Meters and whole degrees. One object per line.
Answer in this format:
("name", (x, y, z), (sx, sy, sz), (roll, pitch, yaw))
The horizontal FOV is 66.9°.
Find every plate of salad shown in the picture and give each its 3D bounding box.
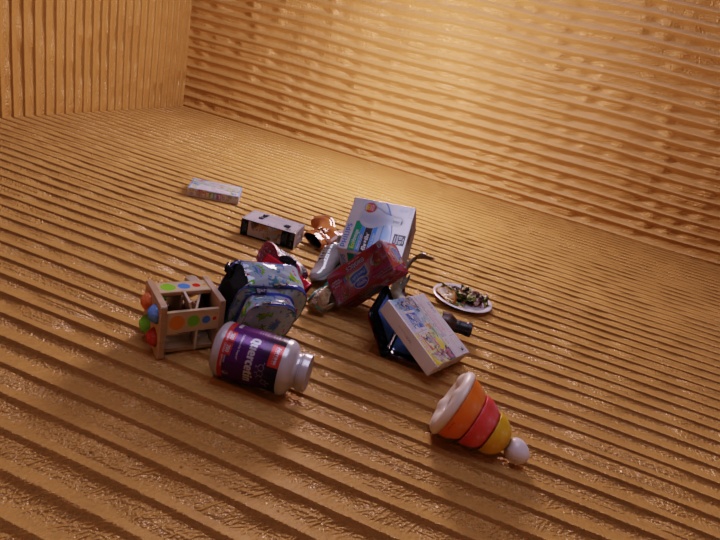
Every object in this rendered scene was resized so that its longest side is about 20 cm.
("plate of salad", (0.333, 0.078, 1.762), (0.196, 0.049, 0.201), (12, 22, -5))

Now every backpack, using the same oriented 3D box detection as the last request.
("backpack", (-0.224, 0.080, 1.264), (0.197, 0.184, 0.148), (-1, 49, -39))

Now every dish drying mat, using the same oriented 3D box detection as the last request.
("dish drying mat", (-0.223, 0.024, 1.544), (0.199, 0.077, 0.018), (31, -11, 36))

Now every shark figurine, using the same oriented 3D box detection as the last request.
("shark figurine", (0.140, 0.036, 1.677), (0.127, 0.217, 0.090), (4, -33, 40))

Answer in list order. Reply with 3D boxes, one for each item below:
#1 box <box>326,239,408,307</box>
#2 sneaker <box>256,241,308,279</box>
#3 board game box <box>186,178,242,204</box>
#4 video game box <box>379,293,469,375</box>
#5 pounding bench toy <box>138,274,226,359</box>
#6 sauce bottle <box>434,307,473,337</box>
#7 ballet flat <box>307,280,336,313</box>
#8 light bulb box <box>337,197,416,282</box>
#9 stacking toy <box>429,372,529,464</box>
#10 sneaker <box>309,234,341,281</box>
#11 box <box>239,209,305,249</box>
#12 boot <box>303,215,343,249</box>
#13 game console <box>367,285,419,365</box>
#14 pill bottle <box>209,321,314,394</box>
("box", (0.019, 0.012, 1.491), (0.099, 0.198, 0.097), (10, 50, -60))
("sneaker", (-0.239, -0.019, 1.633), (0.199, 0.081, 0.074), (33, 2, 37))
("board game box", (-0.577, -0.315, 2.168), (0.196, 0.035, 0.135), (10, 23, -10))
("video game box", (0.163, 0.154, 1.364), (0.181, 0.047, 0.201), (-2, 51, -56))
("pounding bench toy", (-0.411, 0.082, 1.207), (0.154, 0.126, 0.200), (-3, 28, -35))
("sauce bottle", (0.215, 0.140, 1.525), (0.196, 0.066, 0.065), (16, 22, 6))
("ballet flat", (-0.090, 0.070, 1.533), (0.065, 0.071, 0.200), (42, 28, 0))
("light bulb box", (0.053, -0.094, 1.643), (0.196, 0.126, 0.201), (11, 59, 12))
("stacking toy", (0.249, 0.318, 1.093), (0.199, 0.147, 0.146), (38, 26, 7))
("sneaker", (-0.100, -0.034, 1.672), (0.075, 0.082, 0.200), (-1, 28, 32))
("box", (-0.304, -0.143, 1.890), (0.196, 0.061, 0.117), (17, 22, 5))
("boot", (-0.150, -0.134, 1.963), (0.199, 0.078, 0.154), (37, 35, 30))
("game console", (0.114, 0.138, 1.400), (0.117, 0.175, 0.200), (-14, 14, 19))
("pill bottle", (-0.199, 0.183, 1.112), (0.196, 0.114, 0.113), (15, 22, 5))
